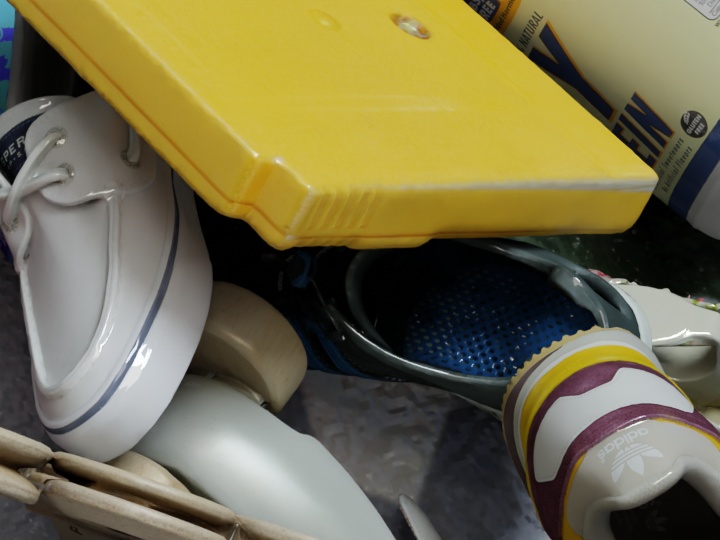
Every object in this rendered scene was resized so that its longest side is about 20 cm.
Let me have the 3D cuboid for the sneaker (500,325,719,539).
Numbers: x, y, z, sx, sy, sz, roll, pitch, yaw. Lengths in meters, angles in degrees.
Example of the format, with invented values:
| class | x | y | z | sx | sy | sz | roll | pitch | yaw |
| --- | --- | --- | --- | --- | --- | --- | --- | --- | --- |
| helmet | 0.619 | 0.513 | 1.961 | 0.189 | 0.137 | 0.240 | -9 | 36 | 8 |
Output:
| class | x | y | z | sx | sy | sz | roll | pitch | yaw |
| --- | --- | --- | --- | --- | --- | --- | --- | --- | --- |
| sneaker | 0.109 | 0.114 | 0.817 | 0.075 | 0.200 | 0.090 | -33 | 30 | 4 |

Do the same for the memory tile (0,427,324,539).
| class | x | y | z | sx | sy | sz | roll | pitch | yaw |
| --- | --- | --- | --- | --- | --- | --- | --- | --- | --- |
| memory tile | -0.047 | 0.073 | 0.716 | 0.200 | 0.153 | 0.017 | 21 | 81 | -13 |

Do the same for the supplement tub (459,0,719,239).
| class | x | y | z | sx | sy | sz | roll | pitch | yaw |
| --- | --- | --- | --- | --- | --- | --- | --- | --- | --- |
| supplement tub | 0.106 | -0.123 | 0.969 | 0.200 | 0.145 | 0.145 | 39 | 59 | 10 |

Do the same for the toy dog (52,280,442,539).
| class | x | y | z | sx | sy | sz | roll | pitch | yaw |
| --- | --- | --- | --- | --- | --- | --- | --- | --- | --- |
| toy dog | -0.021 | 0.103 | 0.857 | 0.132 | 0.096 | 0.200 | -30 | 86 | -30 |

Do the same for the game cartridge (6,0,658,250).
| class | x | y | z | sx | sy | sz | roll | pitch | yaw |
| --- | --- | --- | --- | --- | --- | --- | --- | --- | --- |
| game cartridge | -0.019 | -0.070 | 0.852 | 0.200 | 0.032 | 0.176 | -5 | 42 | -50 |

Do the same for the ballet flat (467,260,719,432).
| class | x | y | z | sx | sy | sz | roll | pitch | yaw |
| --- | --- | --- | --- | --- | --- | --- | --- | --- | --- |
| ballet flat | 0.130 | 0.039 | 0.930 | 0.200 | 0.064 | 0.076 | 9 | 57 | -9 |

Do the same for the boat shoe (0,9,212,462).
| class | x | y | z | sx | sy | sz | roll | pitch | yaw |
| --- | --- | --- | --- | --- | --- | --- | --- | --- | --- |
| boat shoe | -0.094 | -0.028 | 0.841 | 0.065 | 0.074 | 0.200 | 33 | 34 | -33 |

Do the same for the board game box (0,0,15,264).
| class | x | y | z | sx | sy | sz | roll | pitch | yaw |
| --- | --- | --- | --- | --- | --- | --- | --- | --- | --- |
| board game box | -0.119 | -0.119 | 0.970 | 0.152 | 0.045 | 0.200 | -29 | 71 | -26 |

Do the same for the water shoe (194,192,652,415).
| class | x | y | z | sx | sy | sz | roll | pitch | yaw |
| --- | --- | --- | --- | --- | --- | --- | --- | --- | --- |
| water shoe | 0.000 | 0.000 | 0.875 | 0.200 | 0.079 | 0.072 | 11 | 78 | 22 |
